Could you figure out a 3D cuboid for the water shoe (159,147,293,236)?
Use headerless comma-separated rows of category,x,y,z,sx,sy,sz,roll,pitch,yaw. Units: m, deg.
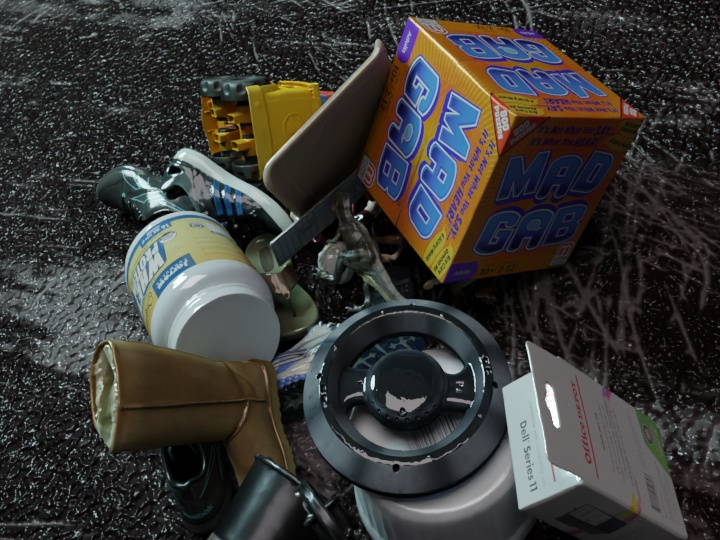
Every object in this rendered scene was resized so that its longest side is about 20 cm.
water shoe,-0.177,-0.082,1.026,0.197,0.072,0.080,32,79,13

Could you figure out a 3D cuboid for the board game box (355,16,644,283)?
board game box,0.146,-0.137,0.867,0.196,0.203,0.201,-7,44,-34

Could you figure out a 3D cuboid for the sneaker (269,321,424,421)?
sneaker,-0.025,0.089,0.870,0.195,0.078,0.086,-20,43,-1

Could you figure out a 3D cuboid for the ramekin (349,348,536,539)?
ramekin,0.079,0.175,0.748,0.195,0.099,0.204,-8,48,9

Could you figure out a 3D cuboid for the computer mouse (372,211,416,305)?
computer mouse,0.039,-0.003,0.962,0.057,0.034,0.203,-13,42,11

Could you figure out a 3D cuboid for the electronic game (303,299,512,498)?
electronic game,0.043,0.111,0.717,0.194,0.042,0.204,-4,52,6

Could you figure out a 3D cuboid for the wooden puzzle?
wooden puzzle,-0.025,-0.153,0.902,0.037,0.185,0.201,40,89,18

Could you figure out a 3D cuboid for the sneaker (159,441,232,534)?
sneaker,-0.178,0.176,0.837,0.074,0.080,0.202,-20,46,0

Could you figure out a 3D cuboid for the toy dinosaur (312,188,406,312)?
toy dinosaur,0.000,0.000,0.879,0.088,0.047,0.202,-47,65,28

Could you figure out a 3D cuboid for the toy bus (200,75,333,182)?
toy bus,-0.124,-0.225,1.131,0.189,0.139,0.199,-20,24,-28

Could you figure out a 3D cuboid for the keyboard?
keyboard,-0.031,-0.082,0.944,0.199,0.057,0.011,-42,72,-14

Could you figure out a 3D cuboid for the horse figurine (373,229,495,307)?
horse figurine,0.088,-0.022,0.923,0.198,0.051,0.132,35,50,20

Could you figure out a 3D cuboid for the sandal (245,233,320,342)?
sandal,-0.110,0.014,0.966,0.078,0.058,0.202,-22,45,-9

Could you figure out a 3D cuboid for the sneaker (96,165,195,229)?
sneaker,-0.302,-0.097,1.100,0.195,0.076,0.081,7,54,22

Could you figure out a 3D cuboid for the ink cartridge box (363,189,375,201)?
ink cartridge box,0.059,-0.171,1.045,0.198,0.068,0.117,-35,72,-14

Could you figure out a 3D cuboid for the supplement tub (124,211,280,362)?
supplement tub,-0.184,0.033,0.897,0.143,0.147,0.200,-32,38,-12

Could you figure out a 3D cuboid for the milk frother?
milk frother,-0.080,0.268,0.635,0.178,0.201,0.190,26,70,23

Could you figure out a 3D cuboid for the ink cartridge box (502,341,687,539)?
ink cartridge box,0.188,0.157,0.661,0.067,0.198,0.119,-35,37,33

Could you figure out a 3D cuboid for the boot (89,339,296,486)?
boot,-0.160,0.161,0.745,0.065,0.198,0.179,-28,65,32

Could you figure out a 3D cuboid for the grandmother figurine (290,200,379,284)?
grandmother figurine,-0.032,-0.069,1.020,0.118,0.061,0.204,-16,50,14
